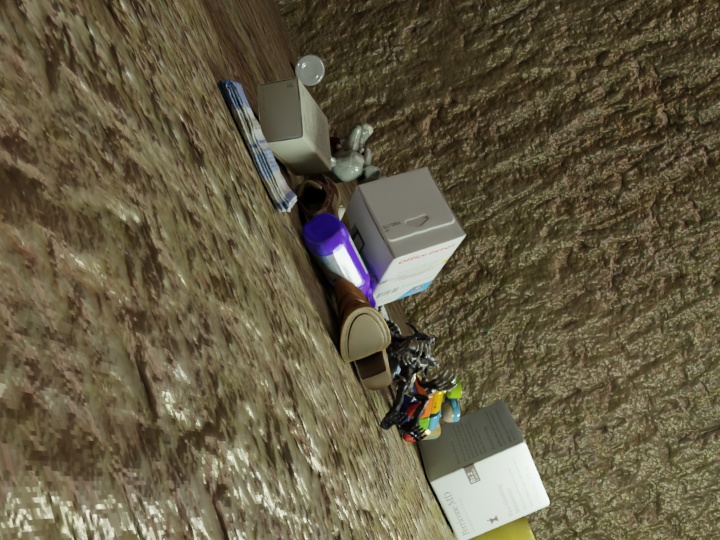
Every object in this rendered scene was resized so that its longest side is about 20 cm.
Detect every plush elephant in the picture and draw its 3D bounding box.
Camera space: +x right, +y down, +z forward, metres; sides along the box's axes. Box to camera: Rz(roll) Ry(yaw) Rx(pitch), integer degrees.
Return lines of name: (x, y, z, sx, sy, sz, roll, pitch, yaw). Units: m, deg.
plush elephant: (-0.036, -0.245, 1.736, 0.155, 0.163, 0.202, -5, -105, 65)

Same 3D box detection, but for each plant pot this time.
plant pot: (0.345, 0.653, 1.921, 0.200, 0.141, 0.201, -24, 90, -85)

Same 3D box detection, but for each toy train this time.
toy train: (0.125, 0.209, 1.418, 0.201, 0.115, 0.085, 94, -18, -45)

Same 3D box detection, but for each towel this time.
towel: (-0.143, -0.180, 1.172, 0.147, 0.024, 0.201, -91, 157, -81)

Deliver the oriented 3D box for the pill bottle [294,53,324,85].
pill bottle: (-0.193, -0.771, 3.114, 0.200, 0.113, 0.114, -97, 163, -74)

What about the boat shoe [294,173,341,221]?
boat shoe: (-0.077, -0.129, 1.416, 0.201, 0.072, 0.072, -97, 165, -54)

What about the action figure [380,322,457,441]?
action figure: (0.093, 0.161, 1.272, 0.119, 0.102, 0.201, 39, 46, -29)

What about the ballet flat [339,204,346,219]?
ballet flat: (-0.051, -0.110, 1.657, 0.069, 0.063, 0.200, 64, 4, 3)

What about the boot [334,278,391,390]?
boot: (-0.002, 0.067, 1.203, 0.201, 0.076, 0.156, 65, 5, -52)

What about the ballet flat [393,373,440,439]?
ballet flat: (0.110, 0.244, 1.591, 0.063, 0.069, 0.201, 19, 42, -32)

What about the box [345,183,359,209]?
box: (0.015, -0.128, 1.756, 0.040, 0.138, 0.200, 26, -4, -19)

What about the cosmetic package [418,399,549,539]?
cosmetic package: (0.241, 0.398, 1.623, 0.165, 0.199, 0.166, -106, 171, -69)

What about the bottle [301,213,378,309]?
bottle: (-0.026, 0.002, 1.308, 0.083, 0.065, 0.201, 41, -17, 47)

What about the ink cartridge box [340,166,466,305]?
ink cartridge box: (0.058, -0.052, 1.401, 0.147, 0.146, 0.200, 63, -27, 19)

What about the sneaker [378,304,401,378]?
sneaker: (0.043, 0.130, 1.434, 0.090, 0.078, 0.200, 61, 6, -30)

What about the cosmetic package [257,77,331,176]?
cosmetic package: (-0.107, -0.237, 1.373, 0.200, 0.072, 0.105, 38, 46, -75)
